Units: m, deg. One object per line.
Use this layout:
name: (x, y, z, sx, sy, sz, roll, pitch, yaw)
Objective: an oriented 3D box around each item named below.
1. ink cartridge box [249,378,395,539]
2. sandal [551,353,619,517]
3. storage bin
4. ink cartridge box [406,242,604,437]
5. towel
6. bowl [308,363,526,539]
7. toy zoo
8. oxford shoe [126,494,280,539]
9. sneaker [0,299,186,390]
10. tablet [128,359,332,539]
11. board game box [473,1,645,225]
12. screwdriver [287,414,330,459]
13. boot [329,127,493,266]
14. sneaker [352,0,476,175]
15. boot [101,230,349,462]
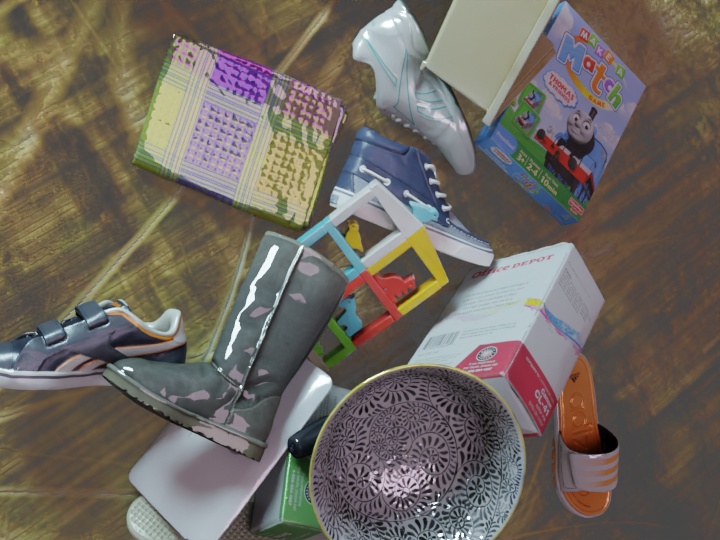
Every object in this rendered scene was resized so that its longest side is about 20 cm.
ink cartridge box: (0.000, 0.211, 0.896, 0.197, 0.084, 0.148, 20, 58, -23)
sandal: (0.271, 0.204, 1.049, 0.078, 0.059, 0.211, -14, 99, -20)
storage bin: (0.170, -0.282, 0.846, 0.093, 0.201, 0.199, 35, 48, 9)
ink cartridge box: (0.147, 0.075, 0.903, 0.086, 0.146, 0.200, 56, 49, -18)
towel: (-0.116, -0.136, 0.883, 0.197, 0.023, 0.146, 19, 87, -22)
bowl: (0.046, 0.169, 0.811, 0.197, 0.094, 0.205, -2, 103, -8)
toy zoo: (0.000, 0.000, 0.901, 0.199, 0.021, 0.132, -36, 108, 8)
oxford shoe: (-0.139, 0.264, 0.886, 0.197, 0.058, 0.076, 10, 51, -22)
sneaker: (-0.257, 0.066, 0.812, 0.197, 0.078, 0.081, 3, 98, -34)
tablet: (-0.128, 0.156, 0.853, 0.201, 0.129, 0.014, -52, 146, -10)
board game box: (0.232, -0.180, 1.002, 0.151, 0.036, 0.202, 37, 70, -21)
screwdriver: (0.008, 0.141, 0.869, 0.198, 0.028, 0.030, -15, 86, -40)
boot: (0.070, -0.076, 0.936, 0.197, 0.073, 0.092, 21, 92, -22)
sneaker: (0.061, -0.183, 0.936, 0.079, 0.071, 0.202, -29, 114, 10)
boot: (-0.119, 0.053, 0.816, 0.180, 0.072, 0.203, 29, 77, -23)
